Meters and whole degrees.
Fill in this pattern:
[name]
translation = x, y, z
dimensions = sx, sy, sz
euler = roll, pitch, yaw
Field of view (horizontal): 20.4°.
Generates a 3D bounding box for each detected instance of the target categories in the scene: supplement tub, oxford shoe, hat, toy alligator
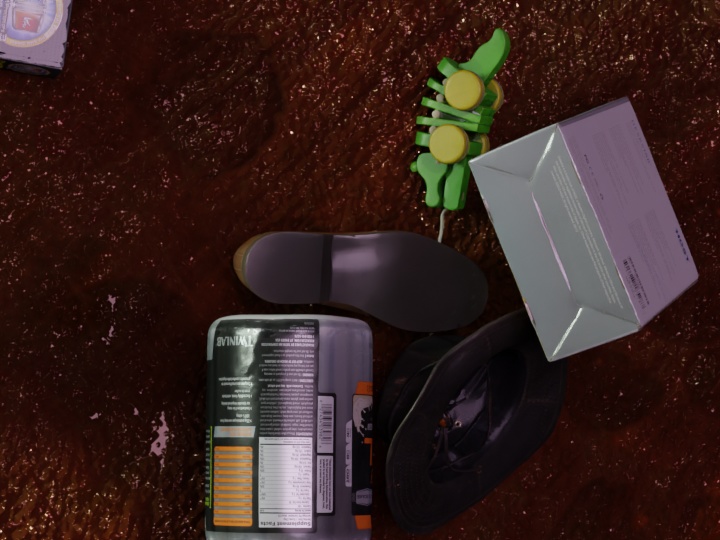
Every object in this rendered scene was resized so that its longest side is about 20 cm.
[supplement tub]
translation = -0.051, 0.135, 1.439
dimensions = 0.122, 0.122, 0.202
euler = 2, 86, -16
[oxford shoe]
translation = 0.000, 0.000, 1.492
dimensions = 0.199, 0.071, 0.072
euler = 11, 92, -20
[hat]
translation = 0.068, 0.095, 1.491
dimensions = 0.200, 0.081, 0.202
euler = -30, 137, -33
[toy alligator]
translation = 0.063, -0.092, 1.529
dimensions = 0.054, 0.059, 0.201
euler = 19, 98, 21

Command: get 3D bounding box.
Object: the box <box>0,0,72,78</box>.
[box]
translation = -0.281, -0.252, 1.445
dimensions = 0.159, 0.044, 0.202
euler = 10, 83, -14

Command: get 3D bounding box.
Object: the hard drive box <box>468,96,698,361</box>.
[hard drive box]
translation = 0.170, -0.035, 1.475
dimensions = 0.076, 0.200, 0.157
euler = -21, 91, 24
